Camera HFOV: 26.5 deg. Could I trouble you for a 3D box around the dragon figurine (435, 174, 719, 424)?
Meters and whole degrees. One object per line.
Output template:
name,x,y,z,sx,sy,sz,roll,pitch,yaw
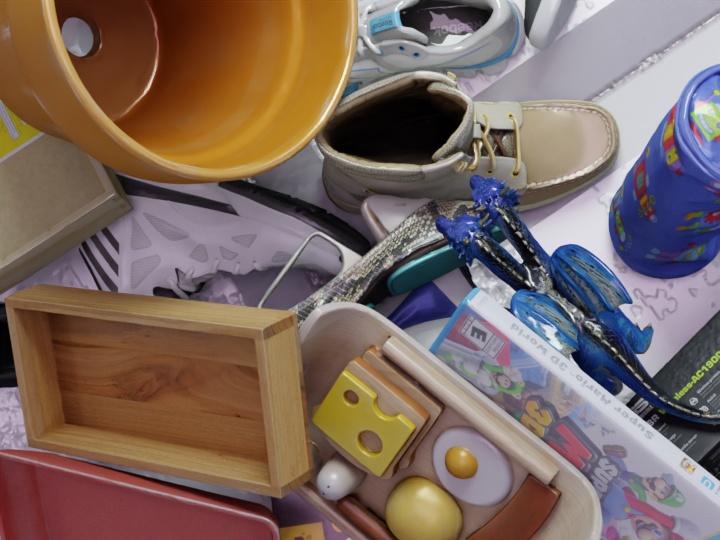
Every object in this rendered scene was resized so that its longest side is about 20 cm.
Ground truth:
dragon figurine,0.122,0.025,0.865,0.059,0.099,0.200,-45,56,1

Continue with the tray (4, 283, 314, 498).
tray,-0.121,0.066,0.897,0.200,0.037,0.099,6,109,35

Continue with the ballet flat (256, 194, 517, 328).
ballet flat,0.000,0.000,0.933,0.200,0.068,0.075,-37,77,-5

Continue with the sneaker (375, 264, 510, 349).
sneaker,0.024,0.044,0.993,0.199,0.081,0.115,4,57,23

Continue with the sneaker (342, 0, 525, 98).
sneaker,0.007,-0.157,1.002,0.199,0.087,0.075,-11,86,6

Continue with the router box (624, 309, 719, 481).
router box,0.250,0.077,0.923,0.200,0.150,0.062,-45,51,1

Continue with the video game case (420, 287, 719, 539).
video game case,0.111,0.116,0.867,0.200,0.143,0.018,39,47,8

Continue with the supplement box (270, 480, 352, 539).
supplement box,0.051,0.172,0.970,0.199,0.086,0.111,-9,85,5

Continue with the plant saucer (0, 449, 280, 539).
plant saucer,-0.127,0.201,0.952,0.199,0.037,0.200,10,124,20

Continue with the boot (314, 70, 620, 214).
boot,0.071,-0.082,0.953,0.199,0.155,0.072,-7,82,1

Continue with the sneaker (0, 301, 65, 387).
sneaker,-0.261,0.047,1.010,0.199,0.088,0.076,-6,85,5

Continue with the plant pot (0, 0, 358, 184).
plant pot,-0.134,-0.147,0.901,0.200,0.183,0.201,1,88,-36

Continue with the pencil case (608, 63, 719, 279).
pencil case,0.209,-0.057,0.918,0.087,0.200,0.078,-10,75,-7

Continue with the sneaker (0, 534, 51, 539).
sneaker,-0.295,0.174,1.014,0.199,0.078,0.080,-3,73,4

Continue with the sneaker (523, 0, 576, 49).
sneaker,0.109,-0.246,1.009,0.099,0.071,0.201,12,81,8

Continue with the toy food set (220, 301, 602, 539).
toy food set,0.022,0.128,0.867,0.200,0.060,0.144,38,124,9

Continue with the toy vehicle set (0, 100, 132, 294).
toy vehicle set,-0.246,-0.088,1.018,0.124,0.027,0.200,-31,64,3

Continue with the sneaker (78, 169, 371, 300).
sneaker,-0.096,-0.004,1.012,0.200,0.076,0.116,19,95,17
